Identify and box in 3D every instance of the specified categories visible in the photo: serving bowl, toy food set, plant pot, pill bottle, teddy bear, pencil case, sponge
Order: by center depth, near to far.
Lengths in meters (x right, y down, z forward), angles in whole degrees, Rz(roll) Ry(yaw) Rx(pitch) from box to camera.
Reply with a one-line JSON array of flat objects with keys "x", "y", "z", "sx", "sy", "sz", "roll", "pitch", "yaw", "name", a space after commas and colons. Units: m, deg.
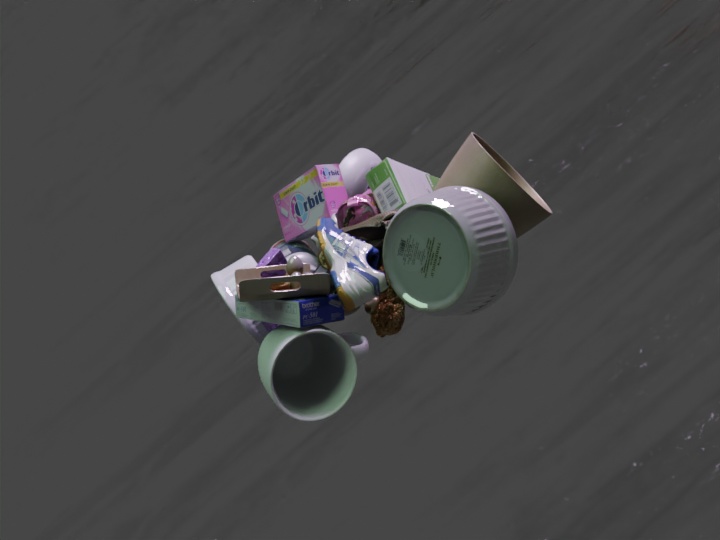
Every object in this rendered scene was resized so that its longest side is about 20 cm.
[{"x": -0.139, "y": 0.010, "z": 0.963, "sx": 0.142, "sy": 0.061, "sz": 0.200, "roll": -5, "pitch": 5, "yaw": -14, "name": "toy food set"}, {"x": 0.184, "y": -0.095, "z": 0.964, "sx": 0.200, "sy": 0.187, "sz": 0.188, "roll": -45, "pitch": 23, "yaw": 21, "name": "plant pot"}, {"x": 0.048, "y": 0.016, "z": 1.018, "sx": 0.144, "sy": 0.067, "sz": 0.202, "roll": -3, "pitch": 61, "yaw": 54, "name": "teddy bear"}, {"x": 0.022, "y": -0.116, "z": 1.086, "sx": 0.083, "sy": 0.087, "sz": 0.200, "roll": -43, "pitch": 1, "yaw": 27, "name": "pencil case"}, {"x": -0.156, "y": 0.066, "z": 1.130, "sx": 0.030, "sy": 0.201, "sz": 0.112, "roll": 9, "pitch": 50, "yaw": 37, "name": "sponge"}, {"x": -0.143, "y": 0.007, "z": 1.291, "sx": 0.119, "sy": 0.120, "sz": 0.200, "roll": -41, "pitch": 26, "yaw": -1, "name": "pill bottle"}, {"x": 0.007, "y": -0.179, "z": 1.330, "sx": 0.065, "sy": 0.201, "sz": 0.201, "roll": 24, "pitch": 63, "yaw": 29, "name": "serving bowl"}]

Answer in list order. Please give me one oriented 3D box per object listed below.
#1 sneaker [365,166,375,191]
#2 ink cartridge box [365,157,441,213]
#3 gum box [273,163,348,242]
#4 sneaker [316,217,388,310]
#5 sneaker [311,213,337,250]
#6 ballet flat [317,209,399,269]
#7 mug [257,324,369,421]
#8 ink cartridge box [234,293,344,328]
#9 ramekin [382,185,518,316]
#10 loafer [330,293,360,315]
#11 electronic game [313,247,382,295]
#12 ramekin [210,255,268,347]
[{"x": 0.068, "y": -0.187, "z": 1.279, "sx": 0.077, "sy": 0.140, "sz": 0.201, "roll": -16, "pitch": 36, "yaw": 39, "name": "sneaker"}, {"x": 0.105, "y": -0.134, "z": 1.070, "sx": 0.059, "sy": 0.199, "sz": 0.105, "roll": -36, "pitch": 65, "yaw": 31, "name": "ink cartridge box"}, {"x": -0.113, "y": -0.145, "z": 1.266, "sx": 0.066, "sy": 0.115, "sz": 0.199, "roll": -13, "pitch": -6, "yaw": -40, "name": "gum box"}, {"x": -0.014, "y": -0.020, "z": 0.930, "sx": 0.087, "sy": 0.076, "sz": 0.201, "roll": -22, "pitch": 49, "yaw": -3, "name": "sneaker"}, {"x": -0.047, "y": -0.063, "z": 1.216, "sx": 0.080, "sy": 0.200, "sz": 0.074, "roll": -36, "pitch": 69, "yaw": 7, "name": "sneaker"}, {"x": -0.003, "y": -0.049, "z": 0.984, "sx": 0.199, "sy": 0.068, "sz": 0.046, "roll": -23, "pitch": 12, "yaw": 32, "name": "ballet flat"}, {"x": -0.079, "y": 0.151, "z": 0.977, "sx": 0.198, "sy": 0.149, "sz": 0.175, "roll": -16, "pitch": 11, "yaw": -19, "name": "mug"}, {"x": -0.125, "y": 0.062, "z": 0.970, "sx": 0.093, "sy": 0.045, "sz": 0.199, "roll": -6, "pitch": 6, "yaw": -42, "name": "ink cartridge box"}, {"x": 0.126, "y": -0.024, "z": 0.858, "sx": 0.199, "sy": 0.202, "sz": 0.105, "roll": -14, "pitch": -1, "yaw": 43, "name": "ramekin"}, {"x": 0.000, "y": 0.000, "z": 1.164, "sx": 0.075, "sy": 0.068, "sz": 0.201, "roll": -13, "pitch": 37, "yaw": 43, "name": "loafer"}, {"x": -0.037, "y": 0.011, "z": 1.079, "sx": 0.199, "sy": 0.042, "sz": 0.201, "roll": -37, "pitch": 25, "yaw": 20, "name": "electronic game"}, {"x": -0.229, "y": 0.064, "z": 1.238, "sx": 0.097, "sy": 0.201, "sz": 0.200, "roll": -36, "pitch": 25, "yaw": -7, "name": "ramekin"}]
